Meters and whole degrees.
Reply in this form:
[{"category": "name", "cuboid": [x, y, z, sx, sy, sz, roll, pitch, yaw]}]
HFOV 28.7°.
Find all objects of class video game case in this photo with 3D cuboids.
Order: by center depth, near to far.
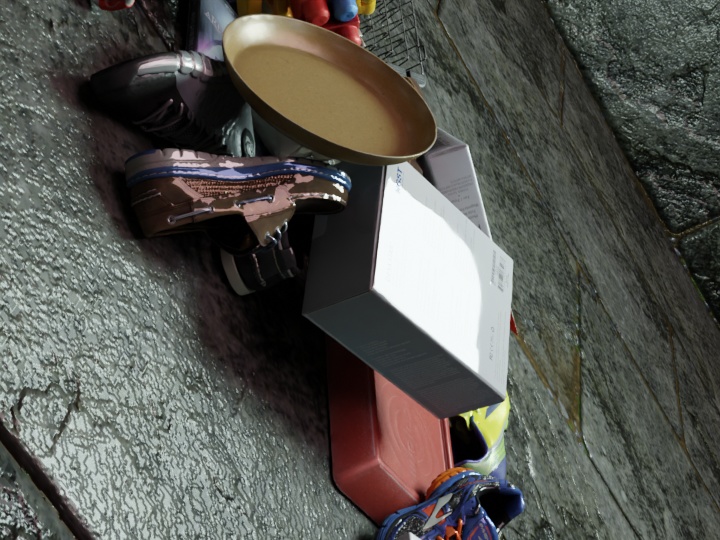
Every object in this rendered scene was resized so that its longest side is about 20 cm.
[{"category": "video game case", "cuboid": [-0.119, -0.177, 1.349, 0.143, 0.019, 0.201, 49, 26, -38]}]

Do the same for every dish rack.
[{"category": "dish rack", "cuboid": [0.003, -0.287, 1.546, 0.153, 0.054, 0.201, 13, 63, -46]}]

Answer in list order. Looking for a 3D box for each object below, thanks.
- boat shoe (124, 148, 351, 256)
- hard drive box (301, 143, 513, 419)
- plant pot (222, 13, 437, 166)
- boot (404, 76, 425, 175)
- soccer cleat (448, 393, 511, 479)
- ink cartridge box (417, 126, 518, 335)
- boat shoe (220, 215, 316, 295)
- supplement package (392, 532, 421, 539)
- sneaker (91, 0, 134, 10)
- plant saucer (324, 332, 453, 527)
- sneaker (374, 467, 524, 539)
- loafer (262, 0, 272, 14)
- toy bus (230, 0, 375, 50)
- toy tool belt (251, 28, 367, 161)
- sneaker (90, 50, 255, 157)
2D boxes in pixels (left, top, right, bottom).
[{"category": "boat shoe", "cuboid": [-0.094, -0.049, 1.126, 0.199, 0.072, 0.073, 1, 76, -31]}, {"category": "hard drive box", "cuboid": [0.047, 0.012, 1.236, 0.200, 0.076, 0.157, 41, 43, -37]}, {"category": "plant pot", "cuboid": [-0.029, -0.148, 1.188, 0.199, 0.028, 0.201, 22, 32, -15]}, {"category": "boot", "cuboid": [0.021, -0.122, 1.377, 0.075, 0.074, 0.201, 12, 48, -8]}, {"category": "soccer cleat", "cuboid": [0.117, 0.153, 1.485, 0.084, 0.064, 0.201, 48, 26, -33]}, {"category": "ink cartridge box", "cuboid": [0.098, -0.040, 1.439, 0.163, 0.057, 0.201, -123, -159, -76]}, {"category": "boat shoe", "cuboid": [-0.061, -0.040, 1.247, 0.072, 0.067, 0.200, 63, 22, -17]}, {"category": "supplement package", "cuboid": [0.048, 0.299, 1.070, 0.200, 0.113, 0.110, 42, 29, -45]}, {"category": "sneaker", "cuboid": [-0.202, -0.258, 1.188, 0.200, 0.070, 0.094, 9, 76, -69]}, {"category": "plant saucer", "cuboid": [0.037, 0.160, 1.318, 0.200, 0.037, 0.200, 49, 25, -39]}, {"category": "sneaker", "cuboid": [0.076, 0.228, 1.215, 0.200, 0.078, 0.076, -41, 116, -49]}, {"category": "loafer", "cuboid": [-0.084, -0.294, 1.486, 0.076, 0.067, 0.201, 52, 17, -32]}, {"category": "toy bus", "cuboid": [-0.073, -0.283, 1.306, 0.136, 0.199, 0.193, 101, -22, -65]}, {"category": "toy tool belt", "cuboid": [-0.029, -0.179, 1.372, 0.125, 0.122, 0.200, 60, 20, -12]}, {"category": "sneaker", "cuboid": [-0.137, -0.113, 1.154, 0.200, 0.075, 0.116, -10, 87, -62]}]
